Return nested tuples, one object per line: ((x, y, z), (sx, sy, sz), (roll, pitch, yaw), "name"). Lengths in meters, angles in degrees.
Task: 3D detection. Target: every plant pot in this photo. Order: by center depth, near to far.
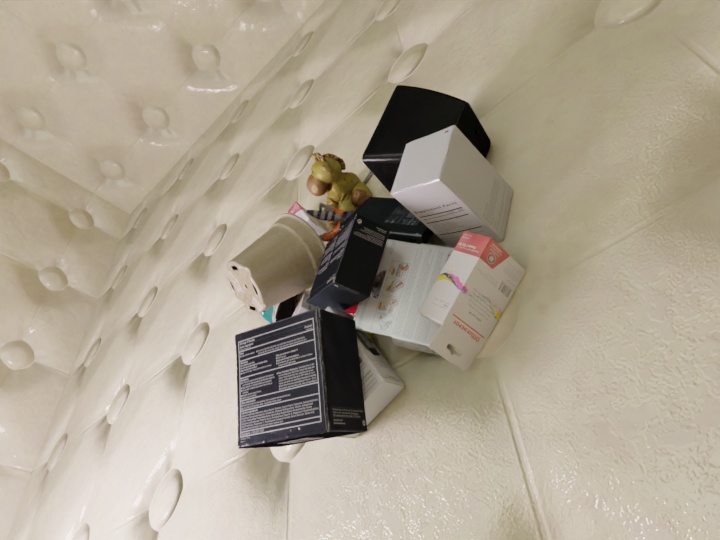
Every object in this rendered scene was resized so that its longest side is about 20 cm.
((0.156, -0.258, 1.101), (0.177, 0.200, 0.201), (10, 69, 43), "plant pot")
((-0.202, -0.004, 1.201), (0.183, 0.202, 0.200), (-35, 20, -35), "plant pot")

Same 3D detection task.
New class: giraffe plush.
((-0.068, -0.227, 1.365), (0.172, 0.162, 0.201), (4, 65, 53), "giraffe plush")

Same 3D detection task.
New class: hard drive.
((0.071, -0.108, 1.103), (0.199, 0.033, 0.140), (9, 40, 32), "hard drive")

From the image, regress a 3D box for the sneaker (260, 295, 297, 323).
((-0.213, 0.050, 1.389), (0.120, 0.084, 0.201), (5, 66, 42), "sneaker")

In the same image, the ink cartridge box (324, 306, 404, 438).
((-0.035, 0.191, 0.989), (0.146, 0.084, 0.200), (-49, 53, 11), "ink cartridge box")

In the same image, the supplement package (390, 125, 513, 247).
((0.173, -0.146, 0.963), (0.119, 0.200, 0.122), (-9, 54, 47), "supplement package")

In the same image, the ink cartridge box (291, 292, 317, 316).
((-0.128, 0.128, 1.165), (0.201, 0.066, 0.116), (-60, 8, 10), "ink cartridge box")

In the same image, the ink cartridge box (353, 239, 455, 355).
((0.094, 0.044, 0.974), (0.172, 0.044, 0.201), (9, 67, 24), "ink cartridge box")

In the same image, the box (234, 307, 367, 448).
((-0.106, 0.193, 0.906), (0.199, 0.123, 0.200), (-19, 67, 29), "box")

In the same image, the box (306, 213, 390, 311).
((-0.028, -0.005, 1.018), (0.200, 0.078, 0.142), (-34, 33, 66), "box")

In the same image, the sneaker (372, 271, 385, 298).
((0.052, 0.006, 1.095), (0.115, 0.076, 0.201), (-37, 40, 22), "sneaker")

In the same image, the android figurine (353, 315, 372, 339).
((-0.043, 0.168, 1.110), (0.181, 0.041, 0.201), (-16, 52, 44), "android figurine")

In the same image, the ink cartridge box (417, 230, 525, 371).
((0.176, 0.052, 0.865), (0.067, 0.116, 0.201), (23, 80, 55), "ink cartridge box")

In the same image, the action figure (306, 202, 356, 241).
((-0.030, -0.091, 1.217), (0.192, 0.105, 0.201), (2, 50, 19), "action figure")

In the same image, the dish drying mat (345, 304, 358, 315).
((0.000, 0.000, 1.130), (0.076, 0.018, 0.202), (1, 71, 38), "dish drying mat")

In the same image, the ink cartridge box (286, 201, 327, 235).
((-0.198, -0.074, 1.469), (0.200, 0.085, 0.146), (-49, 34, 6), "ink cartridge box")
